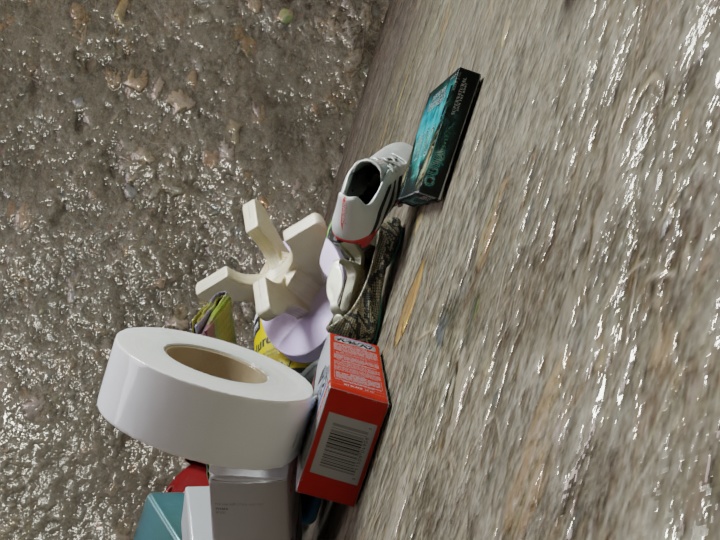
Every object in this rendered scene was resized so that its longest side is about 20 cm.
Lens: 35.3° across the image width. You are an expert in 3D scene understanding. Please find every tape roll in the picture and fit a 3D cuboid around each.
[{"bbox_3d":[-0.148,0.121,1.100,0.202,0.202,0.071,-110,37,-82],"label":"tape roll"}]

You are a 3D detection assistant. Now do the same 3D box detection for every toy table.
[{"bbox_3d":[-0.097,0.007,1.394,0.184,0.117,0.200,-38,43,9],"label":"toy table"}]

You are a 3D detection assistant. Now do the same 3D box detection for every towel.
[{"bbox_3d":[-0.160,0.131,1.281,0.144,0.023,0.200,-74,-20,-74],"label":"towel"}]

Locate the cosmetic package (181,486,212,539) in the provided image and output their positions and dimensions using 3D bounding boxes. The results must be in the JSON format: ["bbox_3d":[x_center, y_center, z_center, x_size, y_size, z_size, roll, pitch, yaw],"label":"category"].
[{"bbox_3d":[-0.155,0.351,1.343,0.200,0.102,0.074,-107,24,-53],"label":"cosmetic package"}]

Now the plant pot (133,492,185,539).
[{"bbox_3d":[-0.197,0.403,1.470,0.200,0.141,0.141,40,116,51],"label":"plant pot"}]

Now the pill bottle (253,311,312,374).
[{"bbox_3d":[-0.084,0.099,1.482,0.111,0.111,0.200,113,159,-44],"label":"pill bottle"}]

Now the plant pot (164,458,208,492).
[{"bbox_3d":[-0.287,0.461,2.210,0.183,0.200,0.200,-65,3,-17],"label":"plant pot"}]

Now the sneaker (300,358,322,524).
[{"bbox_3d":[-0.045,0.196,1.296,0.082,0.073,0.200,-122,43,-62],"label":"sneaker"}]

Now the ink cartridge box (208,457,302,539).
[{"bbox_3d":[-0.107,0.271,1.199,0.147,0.083,0.200,-86,-5,-70],"label":"ink cartridge box"}]

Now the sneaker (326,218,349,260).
[{"bbox_3d":[-0.015,0.004,1.583,0.084,0.077,0.200,164,115,-76],"label":"sneaker"}]

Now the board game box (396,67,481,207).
[{"bbox_3d":[0.081,-0.139,1.233,0.200,0.028,0.135,-172,100,-85],"label":"board game box"}]

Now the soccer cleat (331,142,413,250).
[{"bbox_3d":[0.022,-0.108,1.347,0.200,0.069,0.085,-55,-26,-43],"label":"soccer cleat"}]

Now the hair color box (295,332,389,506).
[{"bbox_3d":[-0.020,0.145,1.148,0.200,0.064,0.111,-94,21,-79],"label":"hair color box"}]

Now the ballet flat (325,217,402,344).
[{"bbox_3d":[0.000,0.000,1.346,0.068,0.075,0.200,-28,37,46],"label":"ballet flat"}]
